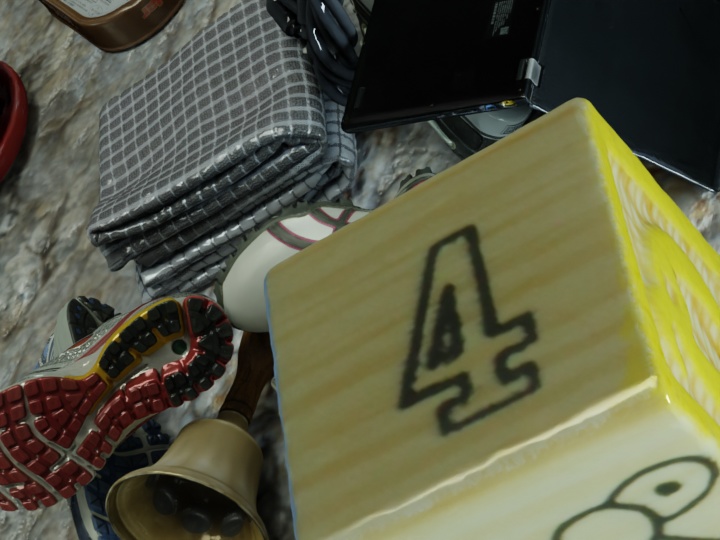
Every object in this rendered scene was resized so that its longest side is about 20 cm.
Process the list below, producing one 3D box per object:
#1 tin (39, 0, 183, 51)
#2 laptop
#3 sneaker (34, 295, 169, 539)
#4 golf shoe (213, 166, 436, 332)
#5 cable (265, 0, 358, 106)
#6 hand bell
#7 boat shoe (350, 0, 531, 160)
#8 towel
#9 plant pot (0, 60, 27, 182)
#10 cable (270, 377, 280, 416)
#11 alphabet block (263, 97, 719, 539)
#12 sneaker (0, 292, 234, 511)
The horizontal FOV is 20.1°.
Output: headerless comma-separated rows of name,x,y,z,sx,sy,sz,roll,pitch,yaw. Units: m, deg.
tin,-0.210,-0.250,1.682,0.112,0.042,0.200,-47,40,-7
laptop,0.117,-0.143,1.234,0.199,0.116,0.188,-7,54,32
sneaker,-0.175,0.119,1.335,0.085,0.077,0.201,-45,41,32
golf shoe,0.000,0.000,1.238,0.199,0.077,0.088,-21,38,15
cable,-0.046,-0.191,1.290,0.051,0.200,0.164,-23,63,-4
hand bell,-0.077,0.085,1.275,0.104,0.104,0.201,-14,38,33
boat shoe,0.027,-0.156,1.302,0.071,0.200,0.064,-27,-13,-41
towel,-0.103,-0.090,1.420,0.199,0.086,0.166,-30,42,19
plant pot,-0.379,-0.132,1.620,0.200,0.182,0.201,-24,45,25
cable,0.014,0.118,1.193,0.097,0.050,0.201,-23,55,3
alphabet block,0.089,0.071,1.032,0.199,0.195,0.197,-27,49,19
sneaker,-0.165,0.081,1.254,0.199,0.078,0.082,-29,10,1
